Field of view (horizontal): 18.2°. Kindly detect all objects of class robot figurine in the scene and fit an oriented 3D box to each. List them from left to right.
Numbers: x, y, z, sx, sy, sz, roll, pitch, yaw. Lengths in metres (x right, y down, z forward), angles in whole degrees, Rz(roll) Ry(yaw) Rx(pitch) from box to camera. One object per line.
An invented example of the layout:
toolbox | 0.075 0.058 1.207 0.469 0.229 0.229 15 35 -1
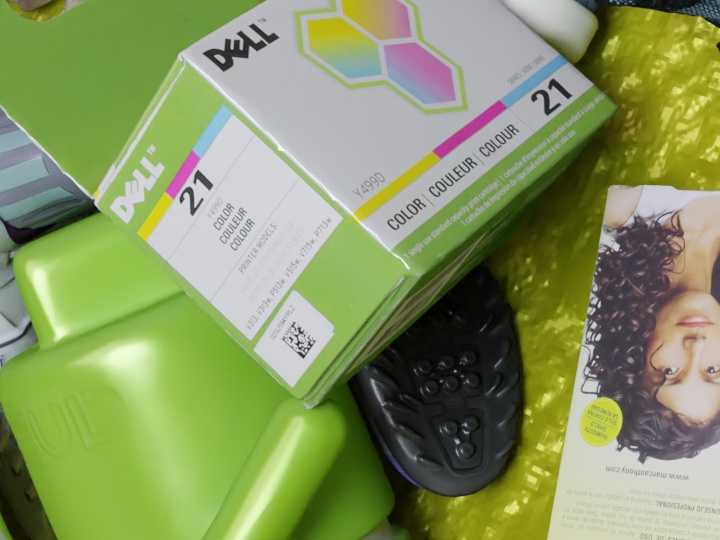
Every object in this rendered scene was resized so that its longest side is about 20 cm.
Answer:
robot figurine | -0.054 0.072 0.795 0.116 0.175 0.200 -24 94 -9

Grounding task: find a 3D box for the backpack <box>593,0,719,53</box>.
backpack | 0.136 -0.175 0.696 0.200 0.147 0.183 161 120 -65

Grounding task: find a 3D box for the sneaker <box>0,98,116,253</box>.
sneaker | -0.076 -0.062 0.854 0.087 0.200 0.075 -15 107 29

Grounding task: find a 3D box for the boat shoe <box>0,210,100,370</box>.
boat shoe | -0.136 -0.040 0.901 0.073 0.065 0.200 1 37 -1

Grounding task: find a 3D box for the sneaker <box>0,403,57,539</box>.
sneaker | -0.149 0.048 0.920 0.073 0.085 0.200 -46 55 13

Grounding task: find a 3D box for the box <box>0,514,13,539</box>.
box | -0.186 0.065 0.873 0.048 0.122 0.200 -29 53 -13

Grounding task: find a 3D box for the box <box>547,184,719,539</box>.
box | 0.107 0.073 0.746 0.075 0.050 0.200 2 77 37

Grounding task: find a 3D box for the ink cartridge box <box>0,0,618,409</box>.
ink cartridge box | -0.036 -0.072 0.752 0.200 0.148 0.076 43 130 6

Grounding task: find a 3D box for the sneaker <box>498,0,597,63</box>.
sneaker | 0.012 -0.143 0.863 0.200 0.075 0.085 20 89 29

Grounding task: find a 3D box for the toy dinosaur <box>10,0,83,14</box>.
toy dinosaur | -0.170 -0.137 1.012 0.200 0.058 0.101 -48 52 14

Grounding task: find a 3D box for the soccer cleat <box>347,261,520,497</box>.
soccer cleat | 0.000 0.000 0.848 0.200 0.068 0.073 66 148 20
